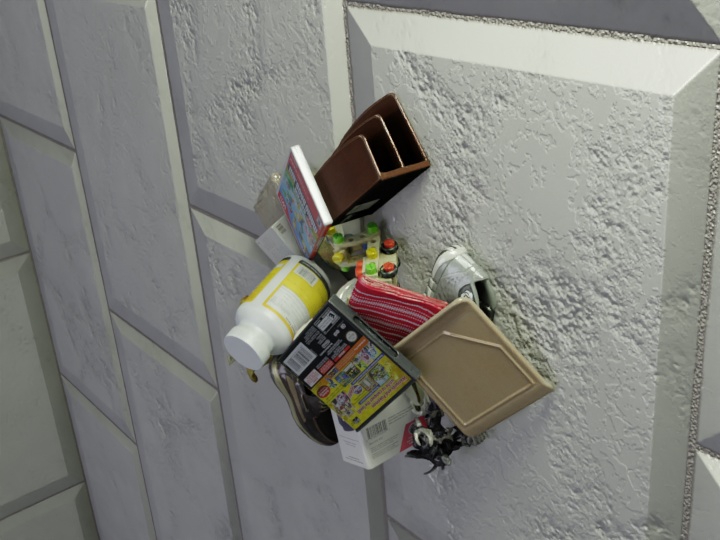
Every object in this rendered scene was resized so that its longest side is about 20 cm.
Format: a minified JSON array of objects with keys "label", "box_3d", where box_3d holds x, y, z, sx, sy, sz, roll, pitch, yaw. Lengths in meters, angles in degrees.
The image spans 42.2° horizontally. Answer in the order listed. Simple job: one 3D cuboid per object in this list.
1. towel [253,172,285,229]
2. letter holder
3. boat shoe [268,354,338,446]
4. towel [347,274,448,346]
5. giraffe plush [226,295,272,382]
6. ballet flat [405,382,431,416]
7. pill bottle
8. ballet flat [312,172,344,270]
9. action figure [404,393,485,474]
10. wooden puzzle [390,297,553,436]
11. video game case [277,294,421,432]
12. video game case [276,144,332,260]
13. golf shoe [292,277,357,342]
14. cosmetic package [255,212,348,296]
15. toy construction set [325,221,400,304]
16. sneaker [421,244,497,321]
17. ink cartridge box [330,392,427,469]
[{"label":"towel","box_3d":[-0.132,-0.081,1.791,0.201,0.034,0.133,59,147,12]},{"label":"letter holder","box_3d":[-0.003,-0.178,1.488,0.200,0.100,0.143,-35,77,56]},{"label":"boat shoe","box_3d":[-0.084,0.226,1.642,0.073,0.075,0.200,-20,112,39]},{"label":"towel","box_3d":[0.042,0.090,1.449,0.144,0.023,0.200,19,140,-2]},{"label":"giraffe plush","box_3d":[-0.145,0.125,1.830,0.161,0.200,0.173,-3,124,28]},{"label":"ballet flat","box_3d":[0.090,0.153,1.574,0.072,0.072,0.201,-11,98,57]},{"label":"pill bottle","box_3d":[-0.145,0.074,1.618,0.112,0.200,0.112,25,144,20]},{"label":"ballet flat","box_3d":[-0.071,-0.096,1.669,0.201,0.070,0.071,61,146,12]},{"label":"action figure","box_3d":[0.133,0.255,1.521,0.102,0.118,0.201,-137,44,-66]},{"label":"wooden puzzle","box_3d":[0.165,0.146,1.407,0.200,0.037,0.185,44,131,-6]},{"label":"video game case","box_3d":[-0.022,0.152,1.484,0.181,0.026,0.200,42,136,1]},{"label":"video game case","box_3d":[-0.098,-0.109,1.580,0.144,0.017,0.200,66,163,11]},{"label":"golf shoe","box_3d":[-0.021,0.088,1.587,0.091,0.200,0.075,25,152,43]},{"label":"cosmetic package","box_3d":[-0.097,-0.006,1.712,0.200,0.051,0.082,48,145,-6]},{"label":"toy construction set","box_3d":[0.000,0.000,1.534,0.092,0.130,0.201,76,-168,-52]},{"label":"sneaker","box_3d":[0.148,0.068,1.434,0.115,0.075,0.201,43,138,30]},{"label":"ink cartridge box","box_3d":[0.024,0.220,1.631,0.084,0.144,0.201,4,112,53]}]
